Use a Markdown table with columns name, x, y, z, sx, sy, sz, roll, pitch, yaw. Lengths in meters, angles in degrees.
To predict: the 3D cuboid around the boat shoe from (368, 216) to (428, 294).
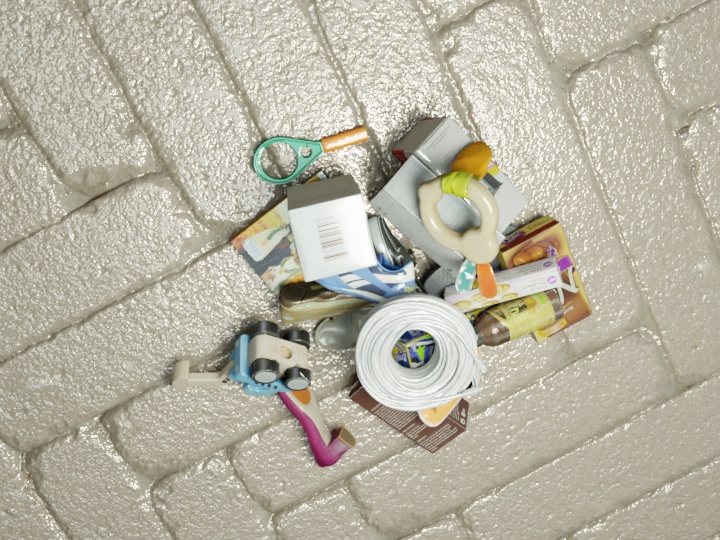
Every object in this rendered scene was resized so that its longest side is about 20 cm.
| name | x | y | z | sx | sy | sz | roll | pitch | yaw |
| --- | --- | --- | --- | --- | --- | --- | --- | --- | --- |
| boat shoe | 0.073 | -0.006 | 1.461 | 0.056 | 0.069 | 0.200 | -23 | 93 | 9 |

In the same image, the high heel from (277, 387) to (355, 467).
| name | x | y | z | sx | sy | sz | roll | pitch | yaw |
| --- | --- | --- | --- | --- | --- | --- | --- | --- | --- |
| high heel | -0.106 | 0.276 | 1.542 | 0.200 | 0.067 | 0.096 | 42 | 119 | -13 |

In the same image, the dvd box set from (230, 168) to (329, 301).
| name | x | y | z | sx | sy | sz | roll | pitch | yaw |
| --- | --- | --- | --- | --- | --- | --- | --- | --- | --- |
| dvd box set | -0.102 | -0.058 | 1.459 | 0.200 | 0.029 | 0.146 | -37 | 106 | 4 |

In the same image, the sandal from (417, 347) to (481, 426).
| name | x | y | z | sx | sy | sz | roll | pitch | yaw |
| --- | --- | --- | --- | --- | --- | --- | --- | --- | --- |
| sandal | 0.174 | 0.191 | 1.489 | 0.079 | 0.059 | 0.207 | 45 | 52 | -11 |

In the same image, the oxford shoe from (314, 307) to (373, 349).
| name | x | y | z | sx | sy | sz | roll | pitch | yaw |
| --- | --- | --- | --- | --- | --- | --- | --- | --- | --- |
| oxford shoe | 0.017 | 0.103 | 1.505 | 0.199 | 0.058 | 0.075 | -7 | 107 | -4 |

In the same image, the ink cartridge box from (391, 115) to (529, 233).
| name | x | y | z | sx | sy | sz | roll | pitch | yaw |
| --- | --- | --- | --- | --- | --- | --- | --- | --- | --- |
| ink cartridge box | 0.162 | -0.157 | 1.402 | 0.200 | 0.148 | 0.086 | 43 | 85 | -16 |

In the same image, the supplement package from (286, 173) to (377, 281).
| name | x | y | z | sx | sy | sz | roll | pitch | yaw |
| --- | --- | --- | --- | --- | --- | --- | --- | --- | --- |
| supplement package | -0.049 | -0.073 | 1.339 | 0.117 | 0.200 | 0.117 | -14 | 107 | -2 |

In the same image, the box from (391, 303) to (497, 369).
| name | x | y | z | sx | sy | sz | roll | pitch | yaw |
| --- | --- | --- | --- | --- | --- | --- | --- | --- | --- |
| box | 0.147 | 0.112 | 1.476 | 0.200 | 0.070 | 0.064 | -22 | 110 | -27 |

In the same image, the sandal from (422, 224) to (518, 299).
| name | x | y | z | sx | sy | sz | roll | pitch | yaw |
| --- | --- | --- | --- | --- | --- | --- | --- | --- | --- |
| sandal | 0.199 | -0.012 | 1.509 | 0.200 | 0.043 | 0.076 | -32 | 114 | -8 |

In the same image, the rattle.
| name | x | y | z | sx | sy | sz | roll | pitch | yaw |
| --- | --- | --- | --- | --- | --- | --- | --- | --- | --- |
| rattle | 0.178 | -0.075 | 1.305 | 0.130 | 0.143 | 0.200 | -24 | 108 | 24 |

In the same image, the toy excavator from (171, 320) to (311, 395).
| name | x | y | z | sx | sy | sz | roll | pitch | yaw |
| --- | --- | --- | --- | --- | --- | --- | --- | --- | --- |
| toy excavator | -0.206 | 0.175 | 1.471 | 0.194 | 0.100 | 0.200 | 19 | 138 | -31 |

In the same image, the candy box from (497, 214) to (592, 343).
| name | x | y | z | sx | sy | sz | roll | pitch | yaw |
| --- | --- | --- | --- | --- | --- | --- | --- | --- | --- |
| candy box | 0.325 | 0.016 | 1.505 | 0.116 | 0.056 | 0.200 | -28 | 116 | -3 |

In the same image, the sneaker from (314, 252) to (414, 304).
| name | x | y | z | sx | sy | sz | roll | pitch | yaw |
| --- | --- | --- | --- | --- | --- | --- | --- | --- | --- |
| sneaker | 0.000 | 0.000 | 1.412 | 0.199 | 0.074 | 0.082 | 15 | 107 | 9 |

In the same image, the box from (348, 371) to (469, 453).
| name | x | y | z | sx | sy | sz | roll | pitch | yaw |
| --- | --- | --- | --- | --- | --- | --- | --- | --- | --- |
| box | 0.089 | 0.235 | 1.524 | 0.200 | 0.075 | 0.100 | 35 | 126 | -16 |

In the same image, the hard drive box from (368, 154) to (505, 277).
| name | x | y | z | sx | sy | sz | roll | pitch | yaw |
| --- | --- | --- | --- | --- | --- | --- | --- | --- | --- |
| hard drive box | 0.121 | -0.084 | 1.391 | 0.200 | 0.156 | 0.077 | 42 | 82 | -4 |

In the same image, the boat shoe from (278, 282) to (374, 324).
| name | x | y | z | sx | sy | sz | roll | pitch | yaw |
| --- | --- | --- | --- | --- | --- | --- | --- | --- | --- |
| boat shoe | -0.046 | 0.054 | 1.478 | 0.199 | 0.072 | 0.076 | -6 | 127 | -16 |

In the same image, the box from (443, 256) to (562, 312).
| name | x | y | z | sx | sy | sz | roll | pitch | yaw |
| --- | --- | --- | --- | --- | --- | --- | --- | --- | --- |
| box | 0.242 | 0.027 | 1.446 | 0.199 | 0.039 | 0.042 | -16 | 118 | 16 |

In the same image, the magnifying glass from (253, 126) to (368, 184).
| name | x | y | z | sx | sy | sz | roll | pitch | yaw |
| --- | --- | --- | --- | --- | --- | --- | --- | --- | --- |
| magnifying glass | -0.084 | -0.203 | 1.428 | 0.199 | 0.022 | 0.080 | -18 | 106 | -3 |

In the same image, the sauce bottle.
| name | x | y | z | sx | sy | sz | roll | pitch | yaw |
| --- | --- | --- | --- | --- | --- | --- | --- | --- | --- |
| sauce bottle | 0.247 | 0.090 | 1.438 | 0.200 | 0.065 | 0.065 | -22 | 107 | -13 |

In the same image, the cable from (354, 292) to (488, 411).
| name | x | y | z | sx | sy | sz | roll | pitch | yaw |
| --- | --- | --- | --- | --- | --- | --- | --- | --- | --- |
| cable | 0.089 | 0.130 | 1.363 | 0.199 | 0.069 | 0.200 | -20 | 107 | 5 |
